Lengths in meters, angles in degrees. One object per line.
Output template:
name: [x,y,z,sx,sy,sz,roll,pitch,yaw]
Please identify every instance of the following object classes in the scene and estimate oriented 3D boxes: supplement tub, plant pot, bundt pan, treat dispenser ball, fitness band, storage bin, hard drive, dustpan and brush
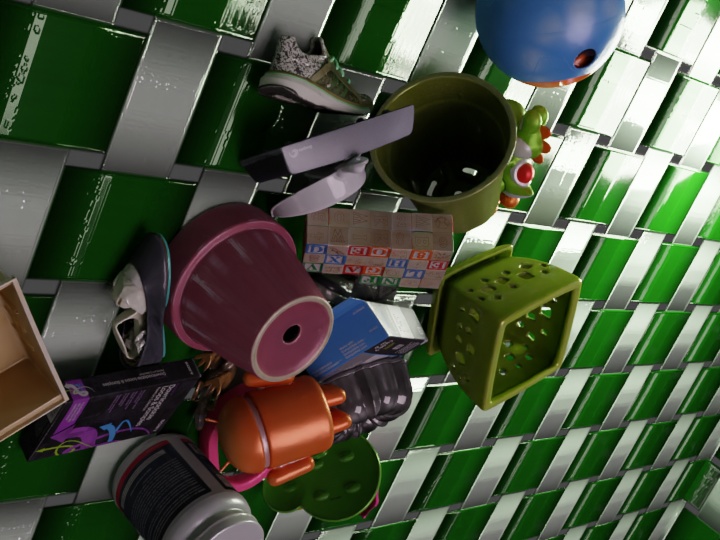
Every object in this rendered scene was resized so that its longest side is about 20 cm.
supplement tub: [-0.241,0.335,1.518,0.140,0.200,0.141,-27,137,-29]
plant pot: [0.129,-0.146,1.545,0.200,0.200,0.190,-46,155,-7]
plant pot: [0.225,0.079,1.817,0.200,0.181,0.199,-23,134,-33]
plant pot: [-0.138,0.042,1.401,0.200,0.179,0.200,-27,138,-28]
bundt pan: [-0.005,0.210,1.693,0.202,0.076,0.202,-21,163,-7]
treat dispenser ball: [0.255,-0.348,1.472,0.201,0.201,0.201,-28,137,-29]
fitness band: [-0.177,0.256,1.659,0.144,0.037,0.200,-26,135,-31]
storage bin: [-0.453,0.105,1.189,0.198,0.094,0.200,-33,140,-24]
hard drive: [-0.038,-0.159,1.378,0.200,0.135,0.042,-22,99,-30]
dustpan and brush: [-0.032,-0.120,1.402,0.139,0.200,0.057,-33,110,-22]

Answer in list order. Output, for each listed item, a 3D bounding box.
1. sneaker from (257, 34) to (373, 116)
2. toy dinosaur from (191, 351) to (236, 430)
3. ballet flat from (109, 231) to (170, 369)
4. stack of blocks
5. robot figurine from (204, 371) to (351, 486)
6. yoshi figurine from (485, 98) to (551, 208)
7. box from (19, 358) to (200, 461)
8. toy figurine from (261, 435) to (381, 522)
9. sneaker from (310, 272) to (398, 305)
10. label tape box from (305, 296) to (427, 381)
sneaker: [-0.043,-0.244,1.360,0.200,0.077,0.089,5,96,-57]
toy dinosaur: [-0.190,0.133,1.541,0.200,0.060,0.106,-51,170,4]
ballet flat: [-0.275,0.046,1.353,0.073,0.073,0.200,-20,136,-35]
stack of blocks: [0.020,-0.030,1.508,0.200,0.059,0.115,3,153,-7]
robot figurine: [-0.116,0.216,1.545,0.200,0.117,0.144,-16,137,-19]
yoshi figurine: [0.224,-0.187,1.690,0.112,0.113,0.200,13,134,-8]
box: [-0.319,0.178,1.402,0.200,0.036,0.143,-9,149,-44]
toy figurine: [-0.045,0.369,1.831,0.200,0.150,0.184,-17,154,6]
sneaker: [0.000,0.000,1.603,0.199,0.076,0.114,9,112,-53]
label tape box: [-0.011,0.107,1.615,0.144,0.063,0.200,-32,160,22]
